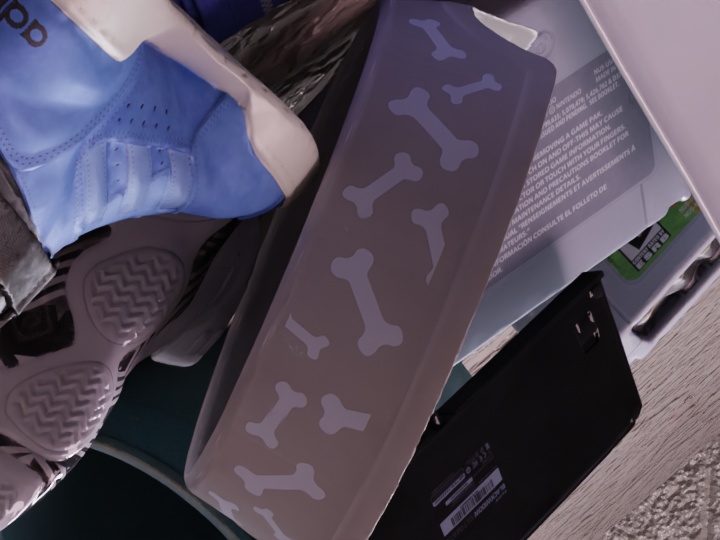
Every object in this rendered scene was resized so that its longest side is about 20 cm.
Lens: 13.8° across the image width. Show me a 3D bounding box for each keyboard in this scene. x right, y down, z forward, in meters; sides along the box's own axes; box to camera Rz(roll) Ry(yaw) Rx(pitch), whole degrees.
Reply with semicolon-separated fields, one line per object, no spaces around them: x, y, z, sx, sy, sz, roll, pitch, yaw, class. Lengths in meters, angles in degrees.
0.029;0.067;1.124;0.200;0.021;0.127;-42;128;-30;keyboard

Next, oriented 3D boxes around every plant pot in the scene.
-0.042;0.111;1.238;0.188;0.200;0.200;-38;168;-45;plant pot

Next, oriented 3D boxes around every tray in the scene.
0.130;-0.107;1.145;0.107;0.022;0.200;-50;130;-19;tray

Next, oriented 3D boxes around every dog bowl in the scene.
0.000;0.000;0.977;0.200;0.058;0.201;-158;-90;-85;dog bowl

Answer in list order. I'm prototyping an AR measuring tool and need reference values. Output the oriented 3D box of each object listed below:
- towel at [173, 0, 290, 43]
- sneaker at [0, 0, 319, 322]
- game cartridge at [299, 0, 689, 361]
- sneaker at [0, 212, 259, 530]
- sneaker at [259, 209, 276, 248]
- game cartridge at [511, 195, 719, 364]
0.029;-0.128;0.901;0.199;0.024;0.145;-24;167;-2;towel
-0.087;-0.033;0.845;0.111;0.077;0.200;-48;160;1;sneaker
0.052;-0.046;1.152;0.200;0.040;0.134;-34;133;-29;game cartridge
-0.096;0.023;0.985;0.200;0.075;0.115;-52;170;-8;sneaker
0.038;-0.042;1.212;0.200;0.075;0.082;-36;167;-24;sneaker
0.122;-0.058;1.278;0.200;0.133;0.040;-49;145;11;game cartridge
